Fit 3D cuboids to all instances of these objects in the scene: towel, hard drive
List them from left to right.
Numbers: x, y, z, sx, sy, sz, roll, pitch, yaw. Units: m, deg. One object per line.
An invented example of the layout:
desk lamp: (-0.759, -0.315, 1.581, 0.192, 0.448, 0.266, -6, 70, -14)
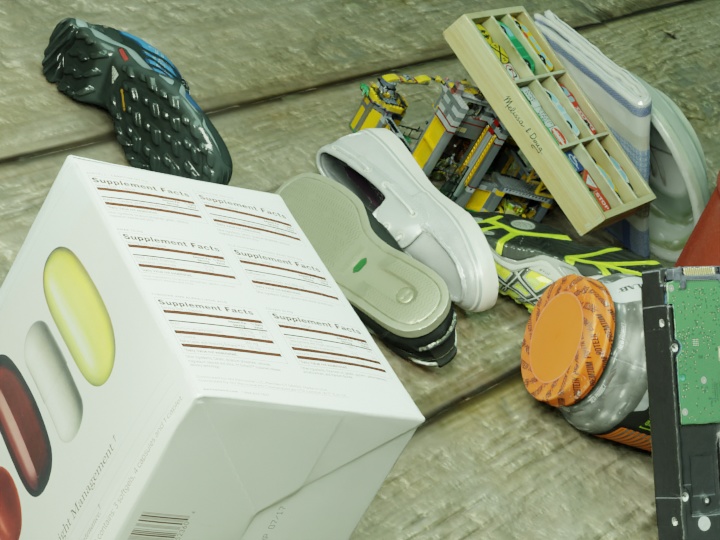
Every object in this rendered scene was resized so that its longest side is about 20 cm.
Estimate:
towel: (0.203, -0.116, 1.830, 0.024, 0.200, 0.147, -31, 52, -18)
hard drive: (0.269, 0.096, 1.510, 0.140, 0.200, 0.038, -2, -3, -28)

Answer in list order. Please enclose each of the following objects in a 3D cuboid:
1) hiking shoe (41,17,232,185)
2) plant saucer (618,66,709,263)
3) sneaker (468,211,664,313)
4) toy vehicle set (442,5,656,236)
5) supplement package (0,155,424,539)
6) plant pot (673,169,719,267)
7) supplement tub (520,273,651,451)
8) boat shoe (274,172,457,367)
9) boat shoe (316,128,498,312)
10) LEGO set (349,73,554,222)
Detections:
hiking shoe: (-0.150, -0.128, 1.599, 0.087, 0.074, 0.200, -6, 44, -50)
plant saucer: (0.251, -0.104, 1.851, 0.050, 0.200, 0.200, -30, 55, -15)
sneaker: (0.143, 0.010, 1.673, 0.200, 0.077, 0.075, 22, 27, 25)
toy vehicle set: (0.155, -0.125, 1.731, 0.200, 0.027, 0.124, 56, 28, 6)
supplement package: (-0.104, 0.079, 1.148, 0.147, 0.191, 0.200, 10, 32, -37)
plant pot: (0.341, 0.009, 1.730, 0.201, 0.195, 0.201, 24, 26, -13)
supplement tub: (0.227, 0.075, 1.580, 0.200, 0.123, 0.123, 18, 29, -25)
boat shoe: (0.000, 0.000, 1.563, 0.200, 0.072, 0.068, 43, -8, 37)
boat shoe: (0.033, -0.038, 1.648, 0.068, 0.072, 0.200, -16, 55, -28)
LEGO set: (0.102, -0.125, 1.805, 0.200, 0.116, 0.154, 17, 29, -26)
